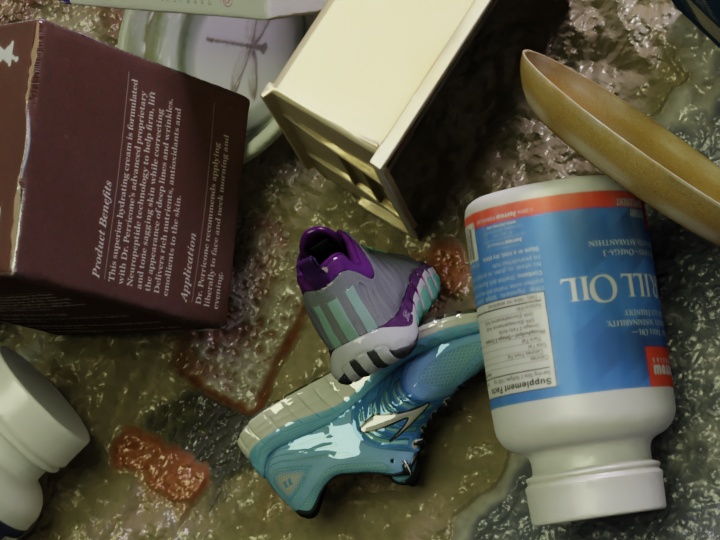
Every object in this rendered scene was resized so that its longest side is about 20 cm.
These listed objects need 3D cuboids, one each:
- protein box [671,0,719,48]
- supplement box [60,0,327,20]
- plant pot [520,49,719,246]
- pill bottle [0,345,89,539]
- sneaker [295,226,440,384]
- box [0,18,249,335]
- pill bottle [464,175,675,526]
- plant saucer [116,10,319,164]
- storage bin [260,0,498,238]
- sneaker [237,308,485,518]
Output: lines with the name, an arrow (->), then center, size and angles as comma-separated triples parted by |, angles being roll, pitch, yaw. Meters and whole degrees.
protein box -> 0.276, -0.187, 1.365 | 0.135, 0.199, 0.200 | -43, 59, 3
supplement box -> -0.099, -0.224, 1.497 | 0.200, 0.103, 0.101 | 11, 107, 42
plant pot -> 0.174, -0.066, 1.366 | 0.200, 0.200, 0.028 | 41, 105, 32
pill bottle -> -0.285, 0.149, 1.522 | 0.200, 0.120, 0.120 | -43, 58, 2
sneaker -> 0.000, 0.000, 1.414 | 0.074, 0.200, 0.088 | -28, 101, 8
box -> -0.202, -0.054, 1.492 | 0.164, 0.200, 0.166 | -2, 77, 40
pill bottle -> 0.130, 0.050, 1.368 | 0.112, 0.112, 0.200 | -11, 83, 20
plant saucer -> -0.086, -0.160, 1.587 | 0.200, 0.050, 0.200 | -12, 71, 37
storage bin -> 0.042, -0.143, 1.457 | 0.094, 0.199, 0.200 | 30, 83, 14
sneaker -> 0.026, 0.091, 1.447 | 0.200, 0.078, 0.090 | -30, 85, 5
